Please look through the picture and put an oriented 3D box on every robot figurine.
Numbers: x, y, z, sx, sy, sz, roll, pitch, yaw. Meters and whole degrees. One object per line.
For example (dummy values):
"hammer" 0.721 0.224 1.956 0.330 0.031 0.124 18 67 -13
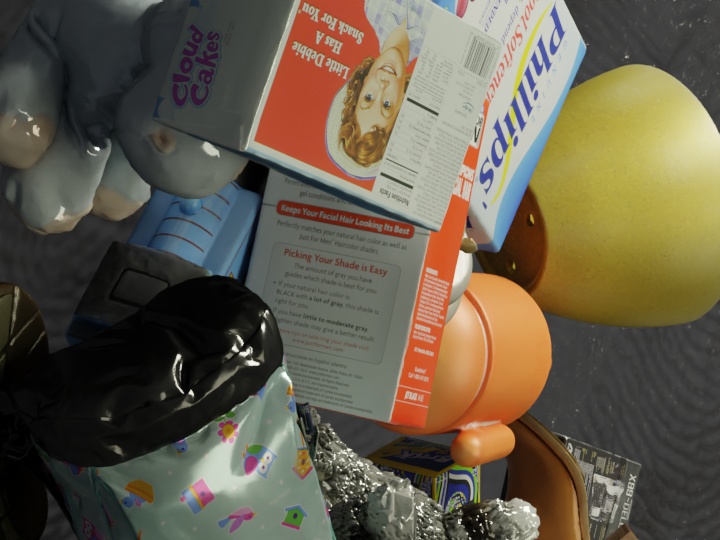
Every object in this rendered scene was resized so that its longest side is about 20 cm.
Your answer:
"robot figurine" 0.058 0.056 1.731 0.200 0.116 0.145 2 99 -59

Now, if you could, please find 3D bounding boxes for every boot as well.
"boot" 0.118 0.209 1.896 0.154 0.200 0.074 -38 171 1

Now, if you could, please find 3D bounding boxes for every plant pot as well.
"plant pot" 0.165 -0.042 1.834 0.141 0.200 0.202 -15 113 -30

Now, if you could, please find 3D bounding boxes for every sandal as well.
"sandal" -0.213 0.091 1.362 0.082 0.054 0.201 -42 146 -37

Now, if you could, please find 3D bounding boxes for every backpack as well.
"backpack" -0.094 0.125 1.341 0.166 0.127 0.201 -25 121 -17

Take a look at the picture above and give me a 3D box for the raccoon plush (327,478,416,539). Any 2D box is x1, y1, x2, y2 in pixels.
"raccoon plush" -0.032 0.164 1.508 0.201 0.133 0.097 89 3 -53

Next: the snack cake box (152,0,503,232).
"snack cake box" -0.013 -0.101 1.304 0.200 0.067 0.116 21 89 -56

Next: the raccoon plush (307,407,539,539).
"raccoon plush" 0.018 0.139 1.652 0.199 0.097 0.135 -18 121 -24

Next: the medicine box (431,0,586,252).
"medicine box" 0.053 -0.145 1.675 0.200 0.102 0.183 54 53 -49

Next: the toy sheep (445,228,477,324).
"toy sheep" 0.000 0.000 1.578 0.137 0.200 0.139 21 48 -25

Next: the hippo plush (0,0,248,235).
"hippo plush" -0.105 -0.106 1.371 0.159 0.160 0.201 42 63 -54

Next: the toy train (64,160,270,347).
"toy train" -0.098 0.001 1.466 0.115 0.086 0.201 77 35 -58

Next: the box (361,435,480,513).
"box" 0.044 0.229 1.794 0.064 0.070 0.202 -23 117 -52

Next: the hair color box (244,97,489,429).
"hair color box" -0.001 -0.016 1.446 0.064 0.110 0.202 17 85 -68

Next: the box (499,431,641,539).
"box" 0.159 0.238 2.005 0.157 0.049 0.202 22 80 -59
